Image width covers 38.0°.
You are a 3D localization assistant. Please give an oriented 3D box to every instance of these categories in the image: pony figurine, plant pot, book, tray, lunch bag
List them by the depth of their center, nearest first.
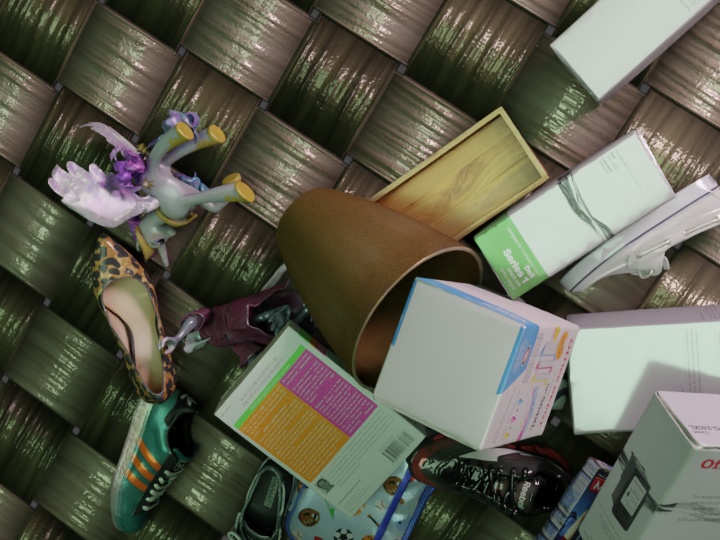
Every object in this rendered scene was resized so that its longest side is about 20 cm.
[{"bbox_3d":[0.000,0.000,1.159,0.200,0.186,0.187,40,105,32],"label":"plant pot"},{"bbox_3d":[-0.044,0.168,1.177,0.200,0.048,0.134,40,102,-9],"label":"book"},{"bbox_3d":[0.110,-0.091,1.215,0.200,0.037,0.099,-34,87,14],"label":"tray"},{"bbox_3d":[-0.247,-0.106,1.244,0.200,0.167,0.193,-31,115,31],"label":"pony figurine"},{"bbox_3d":[0.010,0.256,1.255,0.160,0.076,0.201,25,103,0],"label":"lunch bag"}]

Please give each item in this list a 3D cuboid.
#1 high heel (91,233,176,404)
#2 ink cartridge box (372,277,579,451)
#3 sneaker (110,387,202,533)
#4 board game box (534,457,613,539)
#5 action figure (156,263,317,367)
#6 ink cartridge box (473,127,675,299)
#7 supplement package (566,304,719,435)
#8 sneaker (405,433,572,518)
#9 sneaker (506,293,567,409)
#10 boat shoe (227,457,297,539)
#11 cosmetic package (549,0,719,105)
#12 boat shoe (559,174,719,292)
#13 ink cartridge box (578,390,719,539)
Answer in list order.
[{"bbox_3d":[-0.269,0.058,1.252,0.071,0.143,0.201,-20,109,-13],"label":"high heel"},{"bbox_3d":[0.127,0.091,1.062,0.125,0.200,0.129,23,98,28],"label":"ink cartridge box"},{"bbox_3d":[-0.256,0.246,1.323,0.080,0.071,0.201,18,99,15],"label":"sneaker"},{"bbox_3d":[0.292,0.283,1.164,0.200,0.062,0.200,30,94,-26],"label":"board game box"},{"bbox_3d":[-0.151,0.057,1.261,0.199,0.134,0.150,-12,52,40],"label":"action figure"},{"bbox_3d":[0.232,-0.063,1.131,0.200,0.146,0.085,-33,89,15],"label":"ink cartridge box"},{"bbox_3d":[0.328,0.105,1.142,0.199,0.117,0.118,-4,96,13],"label":"supplement package"},{"bbox_3d":[0.153,0.232,1.180,0.199,0.098,0.071,11,101,-11],"label":"sneaker"},{"bbox_3d":[0.146,0.083,1.208,0.198,0.079,0.130,6,82,31],"label":"sneaker"},{"bbox_3d":[-0.126,0.329,1.303,0.073,0.068,0.200,23,101,10],"label":"boat shoe"},{"bbox_3d":[0.305,-0.273,1.111,0.200,0.108,0.085,-41,86,13],"label":"cosmetic package"},{"bbox_3d":[0.317,-0.025,1.158,0.200,0.072,0.066,-34,83,7],"label":"boat shoe"},{"bbox_3d":[0.330,0.220,1.047,0.145,0.084,0.201,5,123,-22],"label":"ink cartridge box"}]
